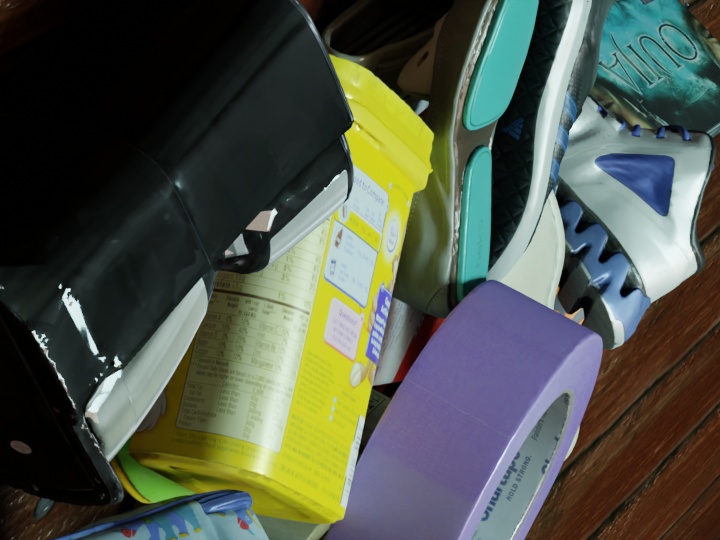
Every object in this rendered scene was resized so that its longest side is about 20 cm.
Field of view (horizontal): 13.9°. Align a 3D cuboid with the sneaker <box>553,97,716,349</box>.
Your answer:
[{"bbox_3d":[0.138,-0.064,1.709,0.115,0.200,0.081,-28,173,-18],"label":"sneaker"}]

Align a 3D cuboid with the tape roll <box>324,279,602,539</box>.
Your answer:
[{"bbox_3d":[0.051,0.108,1.538,0.200,0.065,0.200,-56,166,-22],"label":"tape roll"}]

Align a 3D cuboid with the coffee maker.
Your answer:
[{"bbox_3d":[-0.101,-0.035,1.201,0.200,0.134,0.193,-52,160,-31],"label":"coffee maker"}]

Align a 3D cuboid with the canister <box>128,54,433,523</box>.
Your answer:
[{"bbox_3d":[-0.038,0.010,1.421,0.148,0.086,0.201,38,62,-64],"label":"canister"}]

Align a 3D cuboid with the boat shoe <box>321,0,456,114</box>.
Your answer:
[{"bbox_3d":[0.044,-0.137,1.572,0.200,0.072,0.062,-45,159,-37],"label":"boat shoe"}]

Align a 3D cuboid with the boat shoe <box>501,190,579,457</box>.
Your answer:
[{"bbox_3d":[0.076,0.016,1.671,0.074,0.066,0.200,-27,118,-24],"label":"boat shoe"}]

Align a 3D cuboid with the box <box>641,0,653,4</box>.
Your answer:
[{"bbox_3d":[0.115,-0.232,1.497,0.051,0.158,0.200,-26,166,12],"label":"box"}]

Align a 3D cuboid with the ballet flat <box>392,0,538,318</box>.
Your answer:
[{"bbox_3d":[0.043,-0.074,1.513,0.067,0.063,0.201,-26,128,-62],"label":"ballet flat"}]

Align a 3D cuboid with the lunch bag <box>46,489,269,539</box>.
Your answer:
[{"bbox_3d":[-0.140,0.179,1.368,0.199,0.083,0.161,-17,160,-36],"label":"lunch bag"}]

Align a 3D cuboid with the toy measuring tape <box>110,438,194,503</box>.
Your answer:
[{"bbox_3d":[-0.112,0.085,1.450,0.074,0.073,0.200,-66,165,13],"label":"toy measuring tape"}]

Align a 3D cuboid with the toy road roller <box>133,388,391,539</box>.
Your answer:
[{"bbox_3d":[-0.039,0.149,1.676,0.200,0.122,0.147,-42,154,-50],"label":"toy road roller"}]

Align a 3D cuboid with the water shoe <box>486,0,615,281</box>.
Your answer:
[{"bbox_3d":[0.092,-0.078,1.571,0.079,0.071,0.201,-12,128,-53],"label":"water shoe"}]

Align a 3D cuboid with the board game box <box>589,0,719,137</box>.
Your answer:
[{"bbox_3d":[0.168,-0.128,1.840,0.028,0.135,0.200,-48,172,31],"label":"board game box"}]

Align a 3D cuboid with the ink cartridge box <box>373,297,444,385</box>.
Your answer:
[{"bbox_3d":[0.000,0.000,1.658,0.117,0.067,0.200,-66,162,9],"label":"ink cartridge box"}]

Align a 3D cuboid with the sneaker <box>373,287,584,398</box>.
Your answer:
[{"bbox_3d":[0.089,0.064,1.778,0.199,0.112,0.078,-24,125,3],"label":"sneaker"}]
